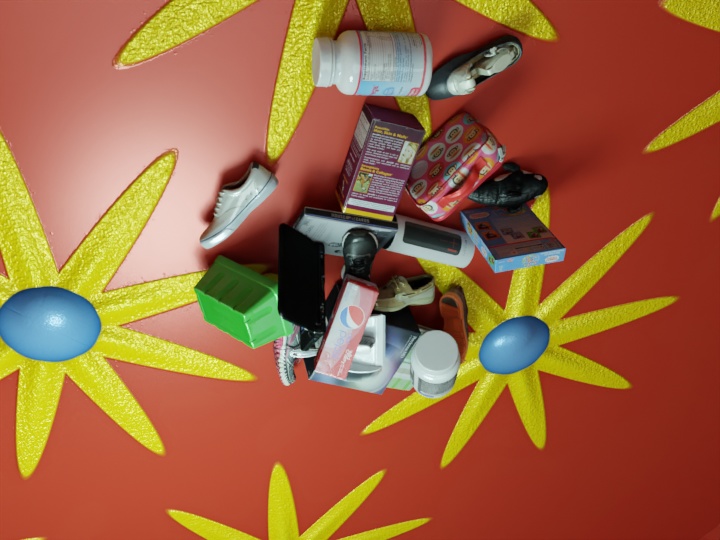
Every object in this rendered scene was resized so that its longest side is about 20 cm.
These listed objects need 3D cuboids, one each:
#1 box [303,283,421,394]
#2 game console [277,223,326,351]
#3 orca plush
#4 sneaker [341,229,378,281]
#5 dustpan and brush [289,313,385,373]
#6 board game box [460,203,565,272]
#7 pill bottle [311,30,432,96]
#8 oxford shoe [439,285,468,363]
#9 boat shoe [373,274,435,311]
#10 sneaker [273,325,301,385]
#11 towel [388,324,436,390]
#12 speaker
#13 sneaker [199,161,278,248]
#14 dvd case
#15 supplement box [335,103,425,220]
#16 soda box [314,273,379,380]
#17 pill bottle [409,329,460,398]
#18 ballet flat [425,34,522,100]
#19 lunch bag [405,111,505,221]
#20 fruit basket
[{"bbox_3d":[-0.001,0.161,1.526,0.198,0.123,0.200,16,118,-27],"label":"box"},{"bbox_3d":[-0.132,0.038,1.323,0.116,0.201,0.176,9,151,-21],"label":"game console"},{"bbox_3d":[0.301,-0.175,1.396,0.199,0.071,0.106,10,102,-5],"label":"orca plush"},{"bbox_3d":[0.000,0.000,1.373,0.075,0.088,0.200,-2,146,-4],"label":"sneaker"},{"bbox_3d":[-0.047,0.162,1.401,0.199,0.057,0.140,0,117,2],"label":"dustpan and brush"},{"bbox_3d":[0.315,-0.076,1.403,0.151,0.200,0.037,-10,127,-9],"label":"board game box"},{"bbox_3d":[0.019,-0.365,1.174,0.199,0.109,0.109,-3,125,-14],"label":"pill bottle"},{"bbox_3d":[0.235,0.132,1.592,0.071,0.073,0.201,12,121,29],"label":"oxford shoe"},{"bbox_3d":[0.087,0.044,1.489,0.200,0.074,0.067,-9,119,-39],"label":"boat shoe"},{"bbox_3d":[-0.160,0.181,1.519,0.074,0.081,0.201,-7,125,-14],"label":"sneaker"},{"bbox_3d":[0.125,0.217,1.645,0.149,0.031,0.200,18,120,-40],"label":"towel"},{"bbox_3d":[0.146,-0.063,1.439,0.199,0.081,0.081,13,119,-23],"label":"speaker"},{"bbox_3d":[-0.251,-0.130,1.292,0.200,0.073,0.071,-45,115,5],"label":"sneaker"},{"bbox_3d":[-0.043,-0.072,1.366,0.199,0.025,0.150,9,154,-21],"label":"dvd case"},{"bbox_3d":[0.035,-0.210,1.300,0.110,0.086,0.200,8,122,-21],"label":"supplement box"},{"bbox_3d":[-0.030,0.114,1.336,0.070,0.063,0.201,18,102,-9],"label":"soda box"},{"bbox_3d":[0.170,0.214,1.521,0.113,0.114,0.200,-17,156,-4],"label":"pill bottle"},{"bbox_3d":[0.216,-0.376,1.248,0.200,0.073,0.073,-28,127,4],"label":"ballet flat"},{"bbox_3d":[0.180,-0.199,1.293,0.082,0.176,0.200,35,109,-32],"label":"lunch bag"},{"bbox_3d":[-0.207,0.051,1.372,0.215,0.216,0.156,-14,127,-7],"label":"fruit basket"}]
